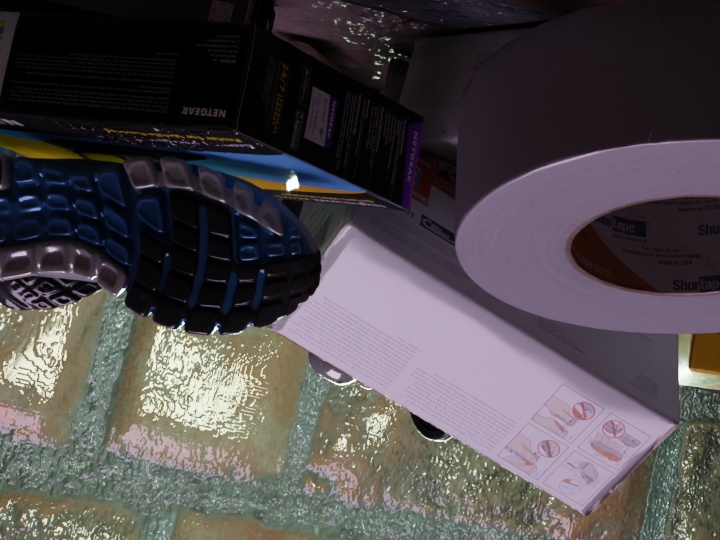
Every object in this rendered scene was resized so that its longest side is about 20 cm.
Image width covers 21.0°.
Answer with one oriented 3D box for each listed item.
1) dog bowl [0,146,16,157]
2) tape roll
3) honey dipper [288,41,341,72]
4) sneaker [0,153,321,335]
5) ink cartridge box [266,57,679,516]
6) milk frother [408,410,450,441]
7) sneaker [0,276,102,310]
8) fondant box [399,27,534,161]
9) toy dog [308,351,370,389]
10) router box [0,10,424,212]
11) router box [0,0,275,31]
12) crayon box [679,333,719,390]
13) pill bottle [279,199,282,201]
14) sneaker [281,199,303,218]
[{"bbox_3d":[-0.240,-0.094,1.132,0.110,0.050,0.201,6,-145,10],"label":"dog bowl"},{"bbox_3d":[0.139,-0.039,0.822,0.198,0.067,0.201,2,156,1],"label":"tape roll"},{"bbox_3d":[-0.010,-0.098,1.160,0.038,0.038,0.200,12,177,18],"label":"honey dipper"},{"bbox_3d":[-0.105,-0.022,0.886,0.198,0.076,0.087,12,-171,18],"label":"sneaker"},{"bbox_3d":[0.068,0.003,1.028,0.199,0.084,0.176,31,-146,-12],"label":"ink cartridge box"},{"bbox_3d":[0.023,0.026,1.554,0.187,0.202,0.180,15,179,-13],"label":"milk frother"},{"bbox_3d":[-0.140,-0.057,1.113,0.076,0.200,0.091,45,176,-15],"label":"sneaker"},{"bbox_3d":[0.138,-0.065,0.976,0.199,0.059,0.144,15,175,-31],"label":"fondant box"},{"bbox_3d":[0.061,0.014,1.376,0.096,0.200,0.132,43,-153,11],"label":"toy dog"},{"bbox_3d":[-0.091,-0.073,0.891,0.199,0.052,0.149,7,173,32],"label":"router box"},{"bbox_3d":[-0.143,-0.138,0.928,0.198,0.053,0.157,13,175,1],"label":"router box"},{"bbox_3d":[0.261,0.051,1.207,0.198,0.052,0.126,9,174,0],"label":"crayon box"},{"bbox_3d":[-0.064,-0.057,1.292,0.115,0.117,0.199,10,175,36],"label":"pill bottle"},{"bbox_3d":[0.000,0.000,1.155,0.113,0.077,0.199,8,169,-5],"label":"sneaker"}]
